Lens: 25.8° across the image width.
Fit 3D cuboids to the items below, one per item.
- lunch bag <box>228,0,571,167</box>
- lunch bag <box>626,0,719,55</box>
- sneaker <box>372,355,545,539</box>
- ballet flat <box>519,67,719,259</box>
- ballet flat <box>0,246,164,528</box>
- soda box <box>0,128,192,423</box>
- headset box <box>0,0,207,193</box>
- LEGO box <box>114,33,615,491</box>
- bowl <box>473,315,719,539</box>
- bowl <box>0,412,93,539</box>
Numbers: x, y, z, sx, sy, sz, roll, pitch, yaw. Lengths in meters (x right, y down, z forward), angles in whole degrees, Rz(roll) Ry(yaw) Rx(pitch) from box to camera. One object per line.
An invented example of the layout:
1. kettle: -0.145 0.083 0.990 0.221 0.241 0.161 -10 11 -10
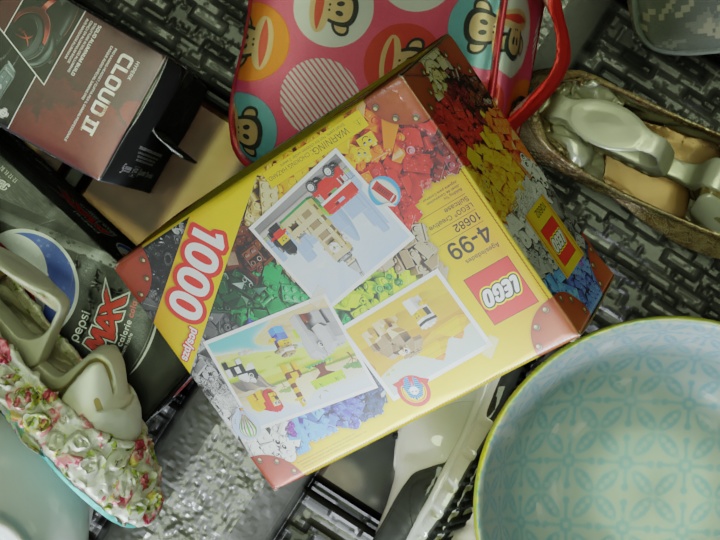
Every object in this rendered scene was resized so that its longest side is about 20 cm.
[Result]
1. lunch bag: 0.028 -0.133 0.843 0.176 0.082 0.200 12 94 21
2. lunch bag: 0.230 -0.215 0.817 0.200 0.139 0.168 -5 48 11
3. sneaker: 0.048 0.069 0.880 0.080 0.074 0.200 23 86 16
4. ballet flat: 0.172 -0.055 0.870 0.200 0.065 0.071 21 88 1
5. ballet flat: -0.163 0.046 0.809 0.200 0.076 0.064 46 107 -3
6. soda box: -0.169 -0.006 0.876 0.200 0.071 0.063 42 97 1
7. headset box: -0.174 -0.112 0.838 0.200 0.149 0.075 29 91 1
8. LEGO box: 0.000 0.000 0.794 0.200 0.077 0.149 -31 98 31
9. bowl: 0.159 0.121 0.850 0.200 0.108 0.200 0 91 1
10. bowl: -0.225 0.147 0.822 0.201 0.090 0.201 -10 114 -23
